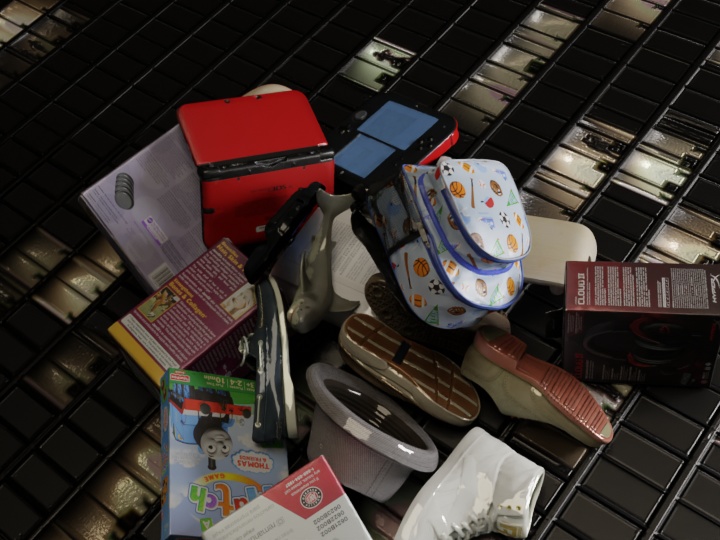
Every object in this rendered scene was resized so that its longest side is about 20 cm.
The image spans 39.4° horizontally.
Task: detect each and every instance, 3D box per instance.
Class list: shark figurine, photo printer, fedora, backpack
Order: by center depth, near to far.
[{"bbox_3d":[-0.002,0.197,1.156,0.091,0.175,0.200,-59,32,6],"label":"fedora"},{"bbox_3d":[0.113,-0.033,1.180,0.198,0.153,0.194,-8,78,-41],"label":"backpack"},{"bbox_3d":[-0.038,0.007,1.266,0.088,0.129,0.217,15,59,-1],"label":"shark figurine"},{"bbox_3d":[0.000,0.000,1.342,0.197,0.070,0.167,22,60,25],"label":"photo printer"}]

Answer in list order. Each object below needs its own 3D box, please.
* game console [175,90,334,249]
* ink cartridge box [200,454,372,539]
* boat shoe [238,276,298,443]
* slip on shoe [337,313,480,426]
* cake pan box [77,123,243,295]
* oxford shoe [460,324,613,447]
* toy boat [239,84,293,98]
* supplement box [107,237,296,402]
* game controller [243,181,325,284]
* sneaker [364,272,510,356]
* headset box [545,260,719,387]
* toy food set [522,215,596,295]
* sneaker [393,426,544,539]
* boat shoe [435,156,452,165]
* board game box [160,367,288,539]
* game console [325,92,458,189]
[{"bbox_3d":[-0.146,-0.142,1.406,0.197,0.175,0.119,-12,31,-25],"label":"game console"},{"bbox_3d":[-0.050,0.316,1.012,0.144,0.145,0.202,-30,80,-13],"label":"ink cartridge box"},{"bbox_3d":[-0.113,0.105,1.197,0.061,0.075,0.204,-7,72,-5],"label":"boat shoe"},{"bbox_3d":[0.056,0.131,1.238,0.198,0.061,0.076,31,47,8],"label":"slip on shoe"},{"bbox_3d":[-0.257,-0.074,1.387,0.184,0.052,0.201,-41,99,-21],"label":"cake pan box"},{"bbox_3d":[0.208,0.150,1.197,0.199,0.075,0.070,39,30,17],"label":"oxford shoe"},{"bbox_3d":[-0.163,-0.192,1.505,0.198,0.132,0.131,-32,15,0],"label":"toy boat"},{"bbox_3d":[-0.202,0.078,1.298,0.199,0.104,0.131,-39,55,-18],"label":"supplement box"},{"bbox_3d":[-0.094,-0.050,1.283,0.042,0.105,0.200,29,23,0],"label":"game controller"},{"bbox_3d":[0.097,0.048,1.263,0.198,0.071,0.076,28,40,-7],"label":"sneaker"},{"bbox_3d":[0.317,0.064,1.182,0.196,0.150,0.076,2,51,11],"label":"headset box"},{"bbox_3d":[0.206,-0.010,1.321,0.196,0.061,0.144,10,37,16],"label":"toy food set"},{"bbox_3d":[0.124,0.272,1.103,0.114,0.074,0.200,24,59,30],"label":"sneaker"},{"bbox_3d":[0.124,-0.107,1.370,0.065,0.075,0.201,12,31,7],"label":"boat shoe"},{"bbox_3d":[-0.156,0.218,1.161,0.149,0.037,0.203,12,52,-27],"label":"board game box"},{"bbox_3d":[0.032,-0.188,1.483,0.176,0.031,0.199,-38,40,-19],"label":"game console"}]
